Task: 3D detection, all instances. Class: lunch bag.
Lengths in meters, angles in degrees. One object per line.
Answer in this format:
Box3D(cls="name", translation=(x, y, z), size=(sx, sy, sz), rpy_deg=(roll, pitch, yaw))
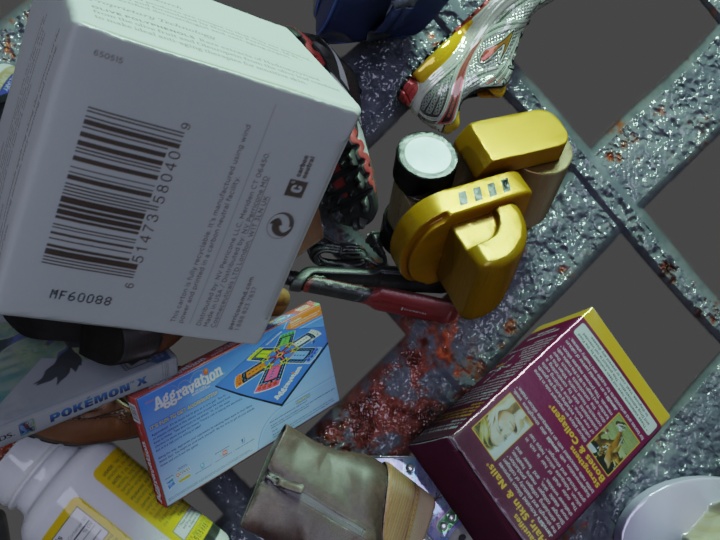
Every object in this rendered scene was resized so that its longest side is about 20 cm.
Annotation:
Box3D(cls="lunch bag", translation=(0.023, -0.293, 0.792), size=(0.133, 0.200, 0.135), rpy_deg=(-13, 87, -14))

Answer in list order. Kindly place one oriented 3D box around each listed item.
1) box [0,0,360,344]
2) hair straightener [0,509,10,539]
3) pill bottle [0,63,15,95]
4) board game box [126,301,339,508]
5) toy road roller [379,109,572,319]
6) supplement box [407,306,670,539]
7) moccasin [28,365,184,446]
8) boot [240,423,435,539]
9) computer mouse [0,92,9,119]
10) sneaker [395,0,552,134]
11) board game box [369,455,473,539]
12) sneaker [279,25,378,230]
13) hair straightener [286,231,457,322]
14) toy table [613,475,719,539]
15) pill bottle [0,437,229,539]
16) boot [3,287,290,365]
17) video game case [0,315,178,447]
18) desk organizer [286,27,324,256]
Box3D(cls="box", translation=(-0.143, -0.084, 0.602), size=(0.197, 0.172, 0.201), rpy_deg=(10, 118, -33))
Box3D(cls="hair straightener", translation=(-0.302, 0.311, 0.751), size=(0.076, 0.041, 0.204), rpy_deg=(-14, 85, -9))
Box3D(cls="pill bottle", translation=(-0.245, -0.101, 0.770), size=(0.196, 0.120, 0.122), rpy_deg=(17, 81, -6))
Box3D(cls="board game box", translation=(-0.105, 0.113, 0.752), size=(0.198, 0.019, 0.105), rpy_deg=(-26, 115, -37))
Box3D(cls="toy road roller", translation=(0.119, -0.045, 0.779), size=(0.197, 0.124, 0.147), rpy_deg=(-17, 58, -20))
Box3D(cls="supplement box", translation=(0.166, 0.150, 0.786), size=(0.199, 0.103, 0.132), rpy_deg=(-35, 89, -24))
Box3D(cls="moccasin", translation=(-0.206, 0.107, 0.730), size=(0.198, 0.074, 0.079), rpy_deg=(10, 121, -33))
Box3D(cls="boot", translation=(-0.033, 0.257, 0.750), size=(0.164, 0.072, 0.203), rpy_deg=(24, 69, -10))
Box3D(cls="computer mouse", translation=(-0.274, -0.078, 0.690), size=(0.196, 0.046, 0.143), rpy_deg=(-6, 105, 1))
Box3D(cls="sneaker", translation=(0.130, -0.221, 0.866), size=(0.200, 0.078, 0.082), rpy_deg=(-44, 94, -1))
Box3D(cls="board game box", translation=(0.048, 0.282, 0.811), size=(0.196, 0.026, 0.204), rpy_deg=(2, 83, -7))
Box3D(cls="sneaker", translation=(-0.026, -0.141, 0.820), size=(0.070, 0.098, 0.203), rpy_deg=(-20, 99, 30))
Box3D(cls="hair straightener", translation=(0.000, 0.000, 0.834), size=(0.196, 0.041, 0.078), rpy_deg=(7, 57, -1))
Box3D(cls="toy table", translation=(0.361, 0.271, 0.810), size=(0.196, 0.117, 0.188), rpy_deg=(-8, 84, -10))
Box3D(cls="pill bottle", translation=(-0.221, 0.219, 0.738), size=(0.199, 0.111, 0.112), rpy_deg=(40, 80, -2))
Box3D(cls="boot", translation=(-0.185, 0.007, 0.717), size=(0.185, 0.199, 0.070), rpy_deg=(14, 106, 29))
Box3D(cls="video game case", translation=(-0.276, 0.059, 0.699), size=(0.180, 0.199, 0.022), rpy_deg=(-21, 130, -34))
Box3D(cls="desk organizer", translation=(-0.093, -0.110, 0.764), size=(0.070, 0.077, 0.204), rpy_deg=(0, 110, 27))
